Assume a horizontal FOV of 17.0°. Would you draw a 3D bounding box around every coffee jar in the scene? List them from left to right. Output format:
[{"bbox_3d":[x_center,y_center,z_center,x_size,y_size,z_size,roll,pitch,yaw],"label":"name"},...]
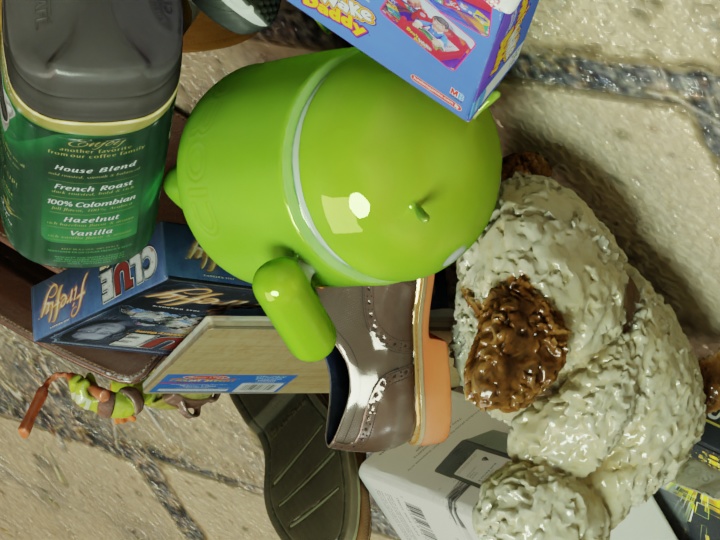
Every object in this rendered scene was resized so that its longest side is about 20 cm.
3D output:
[{"bbox_3d":[-0.134,-0.087,1.176,0.085,0.105,0.200,-1,155,-10],"label":"coffee jar"}]

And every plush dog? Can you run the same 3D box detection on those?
[{"bbox_3d":[0.106,0.030,1.223,0.160,0.200,0.172,-24,128,15],"label":"plush dog"}]

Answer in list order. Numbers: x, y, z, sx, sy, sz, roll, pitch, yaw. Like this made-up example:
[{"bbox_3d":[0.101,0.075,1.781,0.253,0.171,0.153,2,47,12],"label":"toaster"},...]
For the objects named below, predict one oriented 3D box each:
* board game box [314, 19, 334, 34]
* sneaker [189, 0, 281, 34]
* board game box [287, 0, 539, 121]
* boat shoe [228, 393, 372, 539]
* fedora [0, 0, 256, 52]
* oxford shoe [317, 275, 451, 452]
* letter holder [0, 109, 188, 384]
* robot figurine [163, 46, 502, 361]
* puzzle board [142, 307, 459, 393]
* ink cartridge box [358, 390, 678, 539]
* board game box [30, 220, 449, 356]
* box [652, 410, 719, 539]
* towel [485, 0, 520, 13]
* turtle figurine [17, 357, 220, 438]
[{"bbox_3d":[0.020,-0.176,1.103,0.102,0.048,0.200,49,152,-20],"label":"board game box"},{"bbox_3d":[-0.115,-0.186,1.174,0.080,0.074,0.200,-24,126,34],"label":"sneaker"},{"bbox_3d":[-0.011,-0.166,1.051,0.200,0.045,0.135,35,154,8],"label":"board game box"},{"bbox_3d":[-0.023,0.119,1.535,0.068,0.072,0.200,36,-159,-37],"label":"boat shoe"},{"bbox_3d":[-0.149,-0.143,1.287,0.200,0.082,0.201,19,160,7],"label":"fedora"},{"bbox_3d":[0.000,0.000,1.291,0.071,0.073,0.201,-177,78,-75],"label":"oxford shoe"},{"bbox_3d":[-0.184,-0.042,1.469,0.200,0.142,0.101,30,153,18],"label":"letter holder"},{"bbox_3d":[-0.012,-0.050,1.188,0.116,0.176,0.200,40,156,-29],"label":"robot figurine"},{"bbox_3d":[-0.014,0.047,1.401,0.199,0.017,0.151,1,164,-19],"label":"puzzle board"},{"bbox_3d":[0.106,0.164,1.416,0.146,0.084,0.200,58,161,-21],"label":"ink cartridge box"},{"bbox_3d":[-0.068,0.018,1.374,0.199,0.035,0.135,8,159,-38],"label":"board game box"},{"bbox_3d":[0.225,0.144,1.349,0.161,0.049,0.200,28,152,30],"label":"box"},{"bbox_3d":[0.015,-0.212,0.957,0.200,0.147,0.030,33,-167,9],"label":"towel"},{"bbox_3d":[-0.113,0.062,1.530,0.161,0.200,0.065,-24,91,36],"label":"turtle figurine"}]
